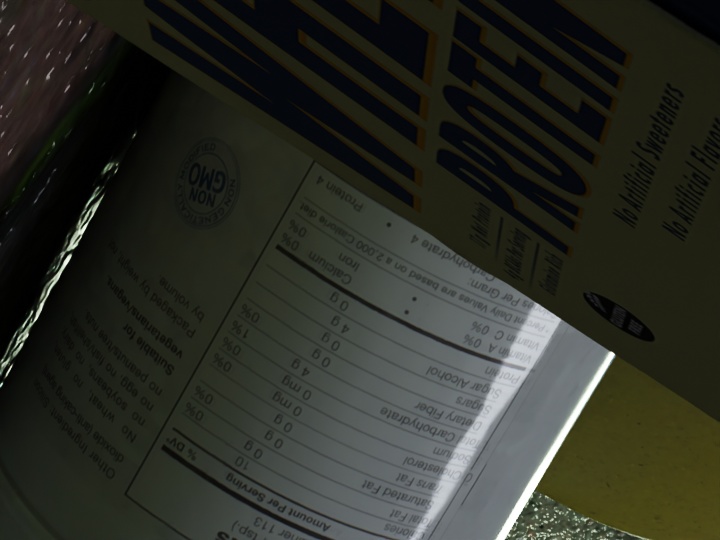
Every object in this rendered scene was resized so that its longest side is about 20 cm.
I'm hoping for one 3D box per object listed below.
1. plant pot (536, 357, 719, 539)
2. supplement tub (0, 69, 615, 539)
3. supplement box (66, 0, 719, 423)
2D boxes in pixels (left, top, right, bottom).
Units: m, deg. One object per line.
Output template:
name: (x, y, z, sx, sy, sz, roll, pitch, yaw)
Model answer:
plant pot: (0.147, -0.003, 1.223, 0.195, 0.200, 0.194, -39, -172, 43)
supplement tub: (0.000, 0.000, 0.737, 0.200, 0.132, 0.132, -60, 172, 19)
supplement box: (0.060, -0.105, 0.416, 0.200, 0.200, 0.134, -55, 171, -14)
